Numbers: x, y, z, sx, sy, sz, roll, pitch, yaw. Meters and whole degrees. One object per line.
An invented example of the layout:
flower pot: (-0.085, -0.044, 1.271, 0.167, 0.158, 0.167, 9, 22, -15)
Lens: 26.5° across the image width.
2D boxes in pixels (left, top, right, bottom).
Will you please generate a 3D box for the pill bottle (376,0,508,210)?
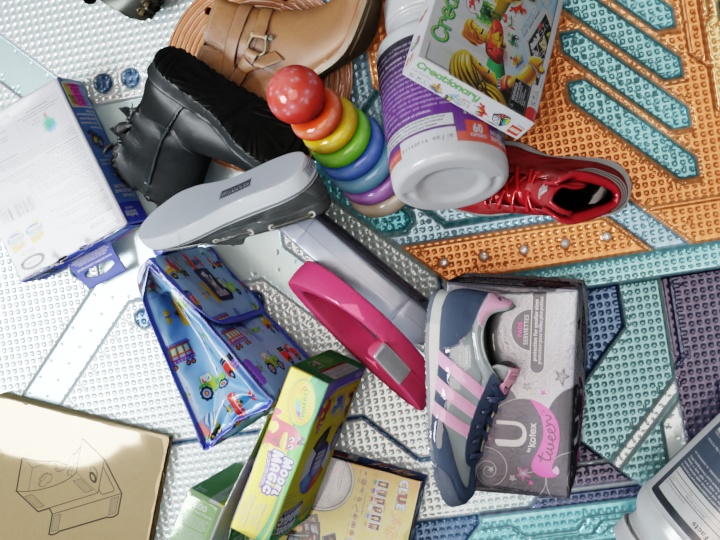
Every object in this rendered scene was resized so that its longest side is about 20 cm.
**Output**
pill bottle: (0.073, -0.169, 1.447, 0.111, 0.111, 0.201, -13, 66, 13)

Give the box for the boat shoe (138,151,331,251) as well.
boat shoe: (-0.119, -0.051, 1.437, 0.199, 0.069, 0.057, -18, 125, 27)

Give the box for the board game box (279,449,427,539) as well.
board game box: (-0.019, 0.291, 1.569, 0.135, 0.035, 0.201, 14, 97, 11)

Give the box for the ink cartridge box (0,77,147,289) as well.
ink cartridge box: (-0.313, -0.078, 1.579, 0.136, 0.076, 0.201, -26, 87, 13)

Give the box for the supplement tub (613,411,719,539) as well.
supplement tub: (0.350, 0.218, 1.431, 0.140, 0.140, 0.200, 45, 102, 5)

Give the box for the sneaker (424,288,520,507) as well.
sneaker: (0.105, 0.117, 1.392, 0.082, 0.070, 0.201, -2, 93, 20)

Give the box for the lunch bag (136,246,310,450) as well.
lunch bag: (-0.147, 0.057, 1.515, 0.094, 0.150, 0.201, -35, 86, 19)

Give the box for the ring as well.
ring: (-0.104, -0.199, 1.555, 0.199, 0.019, 0.202, 1, 96, 11)

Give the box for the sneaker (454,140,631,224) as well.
sneaker: (0.157, -0.085, 1.459, 0.199, 0.116, 0.079, -1, 95, 12)

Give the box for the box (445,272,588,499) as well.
box: (0.149, 0.109, 1.477, 0.131, 0.115, 0.201, 3, 96, 12)

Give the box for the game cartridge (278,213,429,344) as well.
game cartridge: (0.000, 0.000, 1.490, 0.200, 0.133, 0.041, 40, 91, 7)

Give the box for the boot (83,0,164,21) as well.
boot: (-0.173, -0.295, 1.534, 0.199, 0.077, 0.139, 29, 98, 22)

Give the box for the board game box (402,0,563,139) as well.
board game box: (0.119, -0.231, 1.414, 0.126, 0.201, 0.035, 27, 145, -16)

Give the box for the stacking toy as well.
stacking toy: (-0.023, -0.131, 1.450, 0.085, 0.200, 0.086, -17, 55, 26)

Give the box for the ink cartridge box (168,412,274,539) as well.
ink cartridge box: (-0.129, 0.215, 1.529, 0.048, 0.145, 0.201, 24, 99, 11)

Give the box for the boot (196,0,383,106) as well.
boot: (-0.070, -0.238, 1.506, 0.155, 0.077, 0.201, 27, 107, 12)

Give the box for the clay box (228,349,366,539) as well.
clay box: (-0.064, 0.183, 1.489, 0.047, 0.115, 0.201, 23, 102, 15)

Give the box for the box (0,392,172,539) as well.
box: (-0.309, 0.231, 1.632, 0.199, 0.021, 0.165, 13, 97, 11)

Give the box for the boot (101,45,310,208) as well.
boot: (-0.156, -0.114, 1.512, 0.198, 0.073, 0.163, 36, 136, 3)

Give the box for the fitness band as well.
fitness band: (0.006, 0.062, 1.467, 0.037, 0.200, 0.143, -47, 48, -7)
